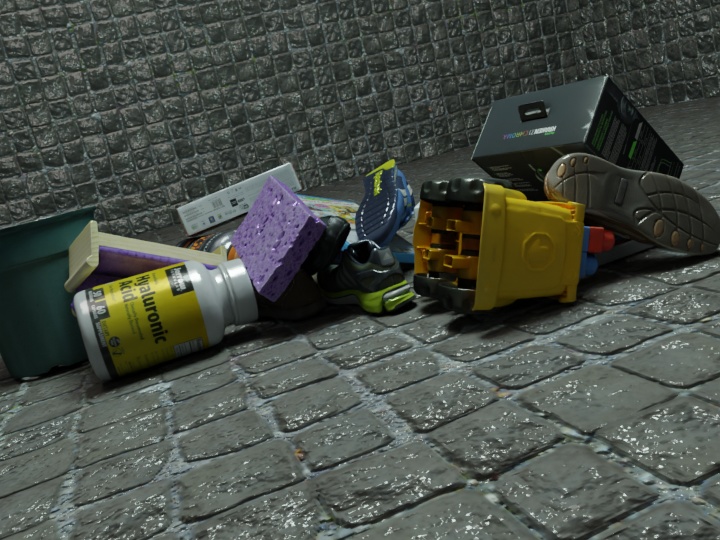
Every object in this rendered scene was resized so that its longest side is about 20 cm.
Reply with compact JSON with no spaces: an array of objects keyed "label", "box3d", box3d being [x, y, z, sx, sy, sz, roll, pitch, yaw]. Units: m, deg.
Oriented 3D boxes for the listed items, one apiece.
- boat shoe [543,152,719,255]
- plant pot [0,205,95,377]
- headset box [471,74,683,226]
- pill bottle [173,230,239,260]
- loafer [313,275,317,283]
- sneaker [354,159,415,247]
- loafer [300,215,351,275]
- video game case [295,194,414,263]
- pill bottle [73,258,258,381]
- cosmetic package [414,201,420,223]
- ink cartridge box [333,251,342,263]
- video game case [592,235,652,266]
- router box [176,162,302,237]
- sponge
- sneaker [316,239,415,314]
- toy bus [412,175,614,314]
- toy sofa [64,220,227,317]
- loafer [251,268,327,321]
[{"label":"boat shoe","box3d":[0.294,-0.071,0.745,0.199,0.076,0.072,25,-7,0]},{"label":"plant pot","box3d":[-0.440,0.030,0.946,0.199,0.197,0.200,-14,11,3]},{"label":"headset box","box3d":[0.264,-0.139,0.846,0.200,0.093,0.174,32,-16,-31]},{"label":"pill bottle","box3d":[-0.218,-0.007,1.079,0.106,0.107,0.200,-24,12,-40]},{"label":"loafer","box3d":[-0.127,-0.013,1.112,0.199,0.069,0.076,-2,16,42]},{"label":"sneaker","box3d":[0.045,-0.088,1.008,0.074,0.082,0.200,-23,29,25]},{"label":"loafer","box3d":[-0.066,-0.037,0.888,0.068,0.070,0.200,-58,10,-16]},{"label":"video game case","box3d":[-0.012,-0.065,1.040,0.143,0.018,0.200,3,26,-40]},{"label":"pill bottle","box3d":[-0.232,0.052,0.829,0.199,0.112,0.111,-17,12,-18]},{"label":"cosmetic package","box3d":[0.145,-0.081,1.074,0.101,0.074,0.200,-3,10,13]},{"label":"ink cartridge box","box3d":[-0.084,-0.076,1.191,0.199,0.077,0.136,14,19,16]},{"label":"video game case","box3d":[0.288,-0.039,0.893,0.142,0.018,0.200,-17,12,-18]},{"label":"router box","box3d":[-0.207,-0.118,1.169,0.199,0.049,0.179,-24,7,-8]},{"label":"sponge","box3d":[-0.112,-0.048,0.875,0.112,0.030,0.200,-56,29,7]},{"label":"sneaker","box3d":[0.000,0.000,0.878,0.074,0.081,0.200,-20,13,-29]},{"label":"toy bus","box3d":[0.165,-0.030,0.748,0.191,0.136,0.200,1,6,-15]},{"label":"toy sofa","box3d":[-0.274,0.011,0.896,0.199,0.098,0.083,11,-32,-40]},{"label":"loafer","box3d":[-0.125,0.025,0.929,0.199,0.071,0.073,-3,15,41]}]
